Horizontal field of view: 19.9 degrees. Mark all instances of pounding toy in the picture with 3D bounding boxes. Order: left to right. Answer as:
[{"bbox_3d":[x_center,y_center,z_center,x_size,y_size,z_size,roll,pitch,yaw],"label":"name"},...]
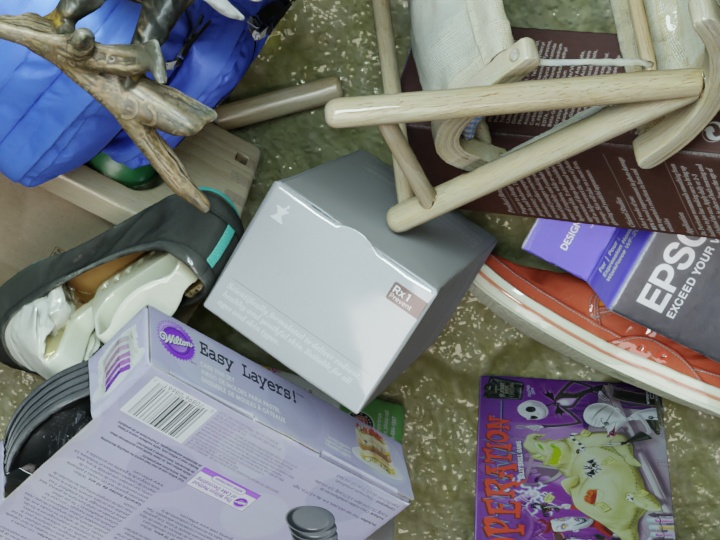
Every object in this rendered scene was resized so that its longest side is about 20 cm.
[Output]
[{"bbox_3d":[-0.141,-0.046,1.202,0.183,0.143,0.200,27,131,-11],"label":"pounding toy"}]

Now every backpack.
[{"bbox_3d":[-0.135,-0.141,1.059,0.167,0.200,0.163,38,131,-7],"label":"backpack"}]

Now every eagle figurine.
[{"bbox_3d":[-0.081,-0.157,0.918,0.150,0.201,0.152,18,151,22],"label":"eagle figurine"}]

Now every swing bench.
[{"bbox_3d":[0.081,-0.153,1.044,0.198,0.201,0.130,-14,151,12],"label":"swing bench"}]

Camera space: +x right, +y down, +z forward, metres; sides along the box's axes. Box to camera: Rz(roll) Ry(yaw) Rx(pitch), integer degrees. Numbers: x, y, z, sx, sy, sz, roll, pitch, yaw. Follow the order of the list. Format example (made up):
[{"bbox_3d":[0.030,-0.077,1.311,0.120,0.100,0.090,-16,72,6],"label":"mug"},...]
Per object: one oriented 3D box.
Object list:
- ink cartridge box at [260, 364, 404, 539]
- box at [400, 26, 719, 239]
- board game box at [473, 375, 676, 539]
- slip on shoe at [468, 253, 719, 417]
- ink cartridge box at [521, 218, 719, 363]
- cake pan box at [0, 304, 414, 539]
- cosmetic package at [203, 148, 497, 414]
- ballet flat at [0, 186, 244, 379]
[{"bbox_3d":[-0.080,0.131,1.284,0.198,0.145,0.084,16,124,-6],"label":"ink cartridge box"},{"bbox_3d":[0.126,-0.076,1.121,0.198,0.076,0.100,6,156,26],"label":"box"},{"bbox_3d":[0.128,0.131,1.234,0.119,0.201,0.033,-1,121,5],"label":"board game box"},{"bbox_3d":[0.148,0.027,1.255,0.199,0.074,0.062,23,86,-2],"label":"slip on shoe"},{"bbox_3d":[0.225,-0.048,1.182,0.199,0.043,0.199,25,107,-10],"label":"ink cartridge box"},{"bbox_3d":[-0.103,0.124,1.136,0.199,0.053,0.184,29,122,-31],"label":"cake pan box"},{"bbox_3d":[0.000,0.000,1.136,0.106,0.200,0.091,35,107,8],"label":"cosmetic package"},{"bbox_3d":[-0.147,0.019,1.117,0.199,0.069,0.068,-32,120,33],"label":"ballet flat"}]
